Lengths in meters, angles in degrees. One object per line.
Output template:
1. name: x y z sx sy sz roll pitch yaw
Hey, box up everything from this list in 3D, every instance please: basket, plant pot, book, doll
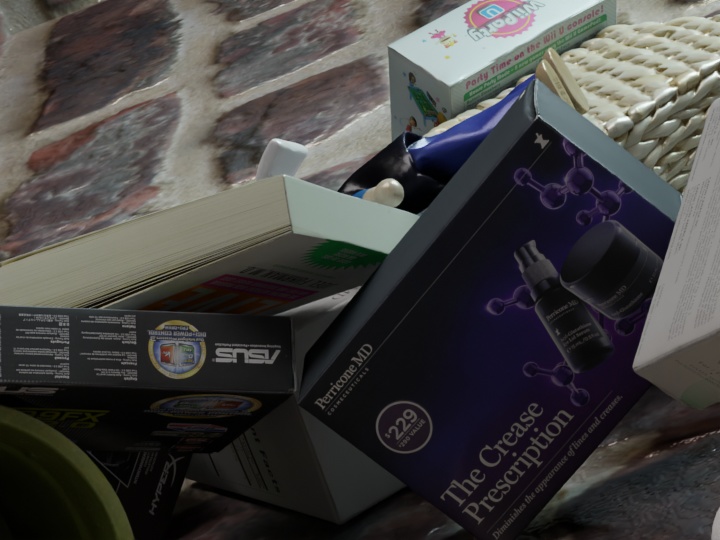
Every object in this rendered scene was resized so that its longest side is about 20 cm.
1. basket: 0.175 -0.049 1.729 0.198 0.161 0.200 -32 17 -31
2. plant pot: -0.230 0.167 1.534 0.199 0.201 0.190 -25 4 -13
3. book: -0.080 0.000 1.558 0.199 0.048 0.133 -19 -19 32
4. doll: 0.031 -0.053 1.615 0.200 0.049 0.136 -31 6 16

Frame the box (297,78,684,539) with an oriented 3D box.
1. box: 0.082 0.025 1.488 0.200 0.141 0.079 -51 8 16

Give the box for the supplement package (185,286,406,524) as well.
1. supplement package: -0.033 0.060 1.705 0.121 0.120 0.200 -28 17 -26

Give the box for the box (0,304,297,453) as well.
1. box: -0.151 0.060 1.534 0.199 0.044 0.160 3 -15 -19

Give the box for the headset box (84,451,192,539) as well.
1. headset box: -0.220 0.092 1.718 0.199 0.078 0.149 21 -2 -24

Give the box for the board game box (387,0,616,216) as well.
1. board game box: 0.094 -0.082 1.857 0.147 0.201 0.064 -30 47 -29

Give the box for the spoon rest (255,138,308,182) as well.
1. spoon rest: 0.000 0.000 1.813 0.061 0.200 0.099 -53 -30 16

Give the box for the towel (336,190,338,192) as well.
1. towel: -0.042 -0.002 1.932 0.199 0.030 0.146 -26 -22 -3

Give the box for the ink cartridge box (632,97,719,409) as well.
1. ink cartridge box: 0.212 -0.034 1.343 0.200 0.050 0.161 -30 37 60

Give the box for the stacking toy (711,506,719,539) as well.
1. stacking toy: 0.224 0.072 1.378 0.146 0.146 0.200 -1 41 50
